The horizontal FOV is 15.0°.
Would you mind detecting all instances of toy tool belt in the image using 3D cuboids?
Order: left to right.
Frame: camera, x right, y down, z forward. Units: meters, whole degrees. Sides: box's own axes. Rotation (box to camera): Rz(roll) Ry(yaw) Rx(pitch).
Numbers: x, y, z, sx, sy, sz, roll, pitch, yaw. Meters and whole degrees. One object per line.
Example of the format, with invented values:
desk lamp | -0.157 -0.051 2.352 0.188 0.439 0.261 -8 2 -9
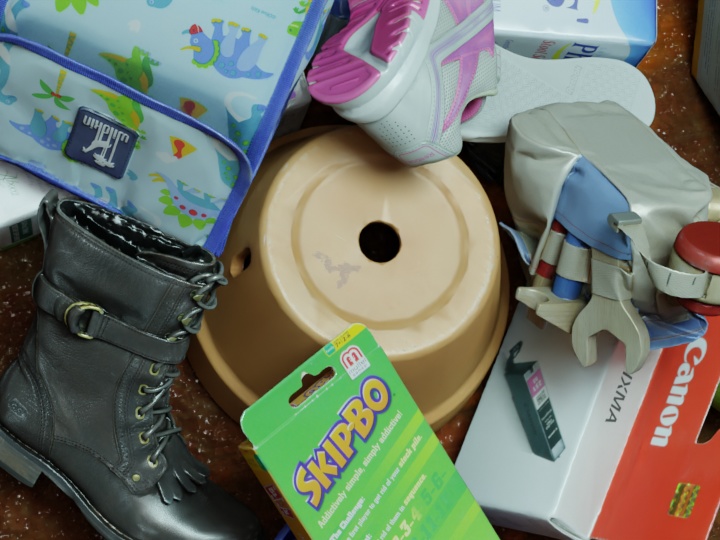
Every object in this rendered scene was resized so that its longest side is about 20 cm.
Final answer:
toy tool belt | 0.148 -0.003 1.529 0.125 0.123 0.200 -6 33 -27

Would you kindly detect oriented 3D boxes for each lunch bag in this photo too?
lunch bag | -0.115 -0.123 1.491 0.170 0.127 0.200 26 113 -1

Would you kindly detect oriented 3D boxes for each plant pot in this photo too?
plant pot | 0.000 0.000 1.582 0.200 0.140 0.200 3 76 -11

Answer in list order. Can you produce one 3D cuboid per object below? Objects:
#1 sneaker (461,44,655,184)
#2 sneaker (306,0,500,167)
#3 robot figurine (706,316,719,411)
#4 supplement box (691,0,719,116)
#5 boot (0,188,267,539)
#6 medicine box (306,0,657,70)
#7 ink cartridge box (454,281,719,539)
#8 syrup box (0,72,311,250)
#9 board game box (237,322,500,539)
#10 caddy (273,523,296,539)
sneaker | 0.067 -0.090 1.628 0.200 0.099 0.071 5 67 -27
sneaker | 0.037 -0.128 1.532 0.088 0.081 0.200 54 41 -26
robot figurine | 0.276 0.024 1.639 0.200 0.116 0.176 -13 72 -12
supplement box | 0.270 -0.117 1.620 0.073 0.126 0.200 -9 41 -13
boot | -0.116 0.063 1.529 0.200 0.174 0.069 28 29 -1
medicine box | 0.072 -0.214 1.668 0.200 0.103 0.182 3 76 -9
ink cartridge box | 0.152 0.060 1.579 0.044 0.173 0.200 33 73 -37
syrup box | -0.134 -0.089 1.597 0.200 0.079 0.082 -22 85 -9
board game box | 0.014 0.134 1.487 0.096 0.030 0.200 -39 108 -25
caddy | -0.006 0.221 1.542 0.141 0.105 0.200 25 73 -3
